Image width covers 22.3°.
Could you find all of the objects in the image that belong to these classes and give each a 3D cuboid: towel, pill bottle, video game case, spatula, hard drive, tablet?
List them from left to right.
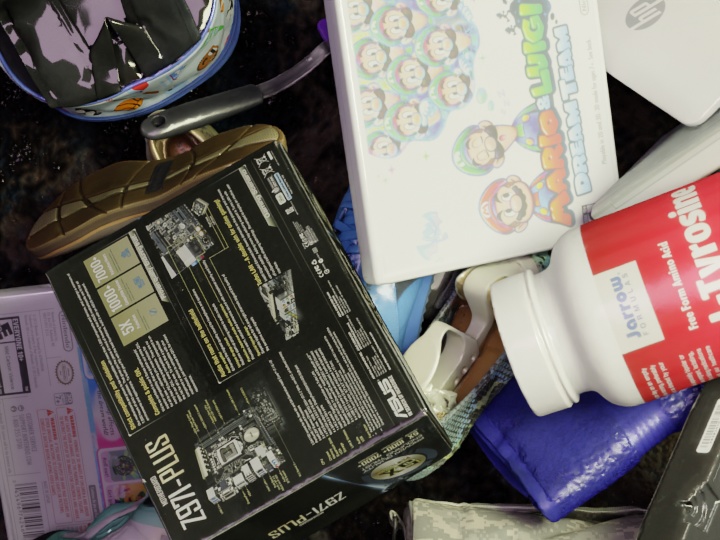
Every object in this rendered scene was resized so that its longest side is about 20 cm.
[{"bbox_3d":[-0.150,0.103,1.194,0.182,0.024,0.200,-7,100,5],"label":"video game case"},{"bbox_3d":[-0.053,-0.126,1.204,0.200,0.021,0.057,-26,57,-15],"label":"spatula"},{"bbox_3d":[0.072,-0.105,1.123,0.182,0.024,0.200,-12,98,-25],"label":"video game case"},{"bbox_3d":[0.162,0.060,1.154,0.200,0.050,0.148,-36,45,-2],"label":"towel"},{"bbox_3d":[0.198,-0.175,1.161,0.130,0.014,0.200,-44,39,0],"label":"tablet"},{"bbox_3d":[0.183,0.012,1.068,0.200,0.112,0.112,-21,83,11],"label":"pill bottle"},{"bbox_3d":[0.240,-0.100,1.106,0.026,0.132,0.200,51,132,-2],"label":"hard drive"},{"bbox_3d":[0.238,0.177,1.092,0.038,0.200,0.140,-4,47,44],"label":"hard drive"}]

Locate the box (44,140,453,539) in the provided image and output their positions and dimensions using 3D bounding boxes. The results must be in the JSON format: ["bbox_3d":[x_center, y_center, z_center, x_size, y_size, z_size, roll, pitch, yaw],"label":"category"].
[{"bbox_3d":[-0.066,0.054,1.078,0.164,0.086,0.200,-30,66,1],"label":"box"}]

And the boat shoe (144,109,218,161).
[{"bbox_3d":[-0.080,-0.021,1.212,0.073,0.063,0.200,-41,82,0],"label":"boat shoe"}]

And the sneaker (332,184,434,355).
[{"bbox_3d":[0.000,0.000,1.153,0.066,0.078,0.200,17,99,47],"label":"sneaker"}]

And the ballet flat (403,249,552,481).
[{"bbox_3d":[0.070,0.040,1.139,0.074,0.074,0.200,31,69,7],"label":"ballet flat"}]

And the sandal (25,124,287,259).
[{"bbox_3d":[-0.129,-0.038,1.170,0.200,0.080,0.054,-17,118,22],"label":"sandal"}]

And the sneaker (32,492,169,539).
[{"bbox_3d":[-0.117,0.207,1.160,0.200,0.078,0.140,-25,102,14],"label":"sneaker"}]

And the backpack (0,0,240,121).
[{"bbox_3d":[-0.172,-0.194,1.195,0.200,0.154,0.191,-23,76,11],"label":"backpack"}]

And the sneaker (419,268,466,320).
[{"bbox_3d":[0.054,-0.074,1.209,0.115,0.075,0.200,27,88,21],"label":"sneaker"}]

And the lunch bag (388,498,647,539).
[{"bbox_3d":[0.115,0.225,1.133,0.200,0.139,0.168,2,74,3],"label":"lunch bag"}]
